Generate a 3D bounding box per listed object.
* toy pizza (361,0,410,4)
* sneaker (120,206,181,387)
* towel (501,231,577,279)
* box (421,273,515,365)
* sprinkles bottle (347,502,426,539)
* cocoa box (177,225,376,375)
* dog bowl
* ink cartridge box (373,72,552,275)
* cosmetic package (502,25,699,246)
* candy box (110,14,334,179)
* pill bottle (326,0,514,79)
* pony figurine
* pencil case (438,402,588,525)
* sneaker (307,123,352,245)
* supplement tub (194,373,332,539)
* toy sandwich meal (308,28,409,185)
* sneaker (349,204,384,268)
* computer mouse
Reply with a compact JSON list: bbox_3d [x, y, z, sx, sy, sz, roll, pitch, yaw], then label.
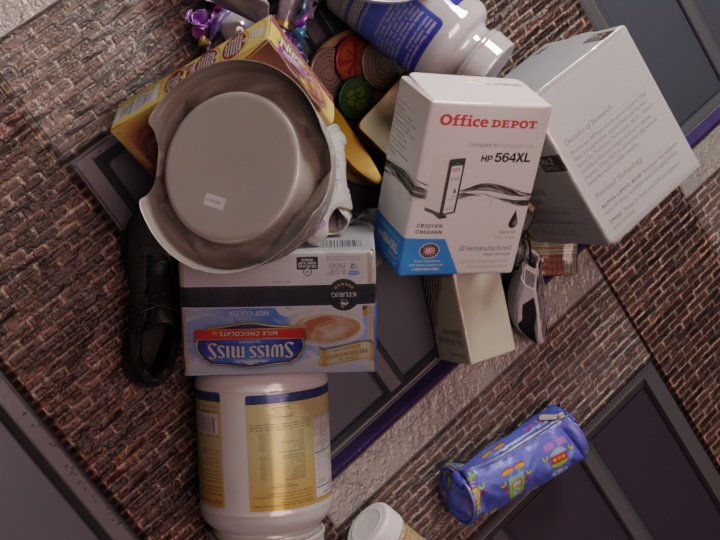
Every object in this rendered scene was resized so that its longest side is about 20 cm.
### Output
[{"bbox_3d":[0.002,-0.362,1.170,0.200,0.032,0.200,10,53,-14],"label":"toy pizza"},{"bbox_3d":[-0.212,0.026,1.157,0.076,0.091,0.200,-2,91,-17],"label":"sneaker"},{"bbox_3d":[0.217,-0.090,1.400,0.146,0.022,0.200,-3,93,-25],"label":"towel"},{"bbox_3d":[0.121,0.008,1.324,0.068,0.082,0.200,-15,97,-25],"label":"box"},{"bbox_3d":[0.074,0.361,1.317,0.200,0.068,0.068,44,74,-21],"label":"sprinkles bottle"},{"bbox_3d":[-0.083,0.030,1.152,0.200,0.133,0.131,-1,103,-1],"label":"cocoa box"},{"bbox_3d":[-0.113,-0.094,1.040,0.059,0.200,0.200,13,84,-68],"label":"dog bowl"},{"bbox_3d":[0.106,-0.102,1.186,0.146,0.084,0.200,-2,119,-21],"label":"ink cartridge box"},{"bbox_3d":[0.259,-0.157,1.315,0.165,0.165,0.200,-40,107,-18],"label":"cosmetic package"},{"bbox_3d":[-0.141,-0.161,1.129,0.200,0.057,0.117,-27,126,19],"label":"candy box"},{"bbox_3d":[0.070,-0.280,1.234,0.200,0.112,0.112,40,73,6],"label":"pill bottle"},{"bbox_3d":[-0.125,-0.257,1.173,0.193,0.167,0.200,12,108,-25],"label":"pony figurine"},{"bbox_3d":[0.192,0.237,1.364,0.200,0.078,0.087,-25,131,-23],"label":"pencil case"},{"bbox_3d":[-0.048,-0.089,1.158,0.075,0.200,0.100,-30,105,25],"label":"sneaker"},{"bbox_3d":[-0.103,0.201,1.185,0.144,0.144,0.200,-3,93,-26],"label":"supplement tub"},{"bbox_3d":[0.026,-0.187,1.277,0.205,0.070,0.206,-1,92,-26],"label":"toy sandwich meal"},{"bbox_3d":[0.000,0.000,1.277,0.200,0.075,0.116,-25,107,-13],"label":"sneaker"},{"bbox_3d":[0.198,0.014,1.345,0.110,0.044,0.200,-74,157,-44],"label":"computer mouse"}]
